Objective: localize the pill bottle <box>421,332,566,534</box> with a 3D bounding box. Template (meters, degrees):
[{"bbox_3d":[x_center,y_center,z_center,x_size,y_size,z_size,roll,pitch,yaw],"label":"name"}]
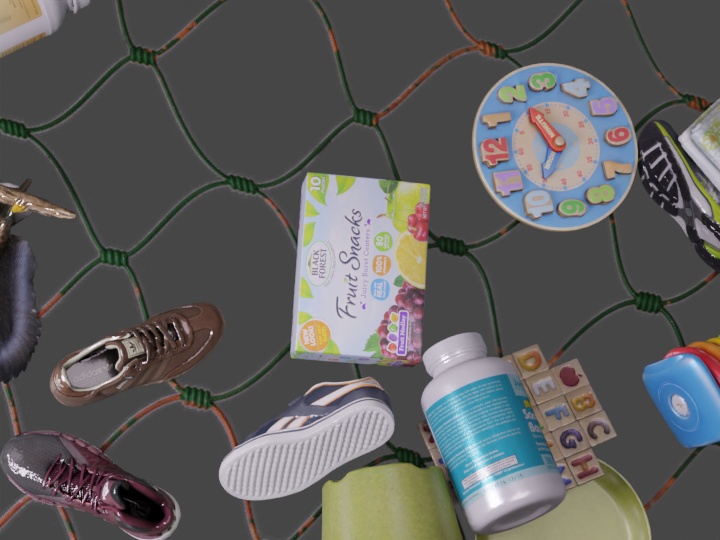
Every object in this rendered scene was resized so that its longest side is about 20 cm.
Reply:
[{"bbox_3d":[0.133,0.169,1.624,0.110,0.111,0.200,-17,68,-12],"label":"pill bottle"}]

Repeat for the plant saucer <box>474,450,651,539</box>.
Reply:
[{"bbox_3d":[0.219,0.298,1.680,0.199,0.031,0.201,2,79,-8],"label":"plant saucer"}]

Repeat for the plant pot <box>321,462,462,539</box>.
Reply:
[{"bbox_3d":[0.036,0.302,1.580,0.200,0.200,0.185,-3,68,-10],"label":"plant pot"}]

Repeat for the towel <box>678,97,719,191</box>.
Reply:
[{"bbox_3d":[0.474,-0.122,1.770,0.200,0.048,0.171,48,52,4],"label":"towel"}]

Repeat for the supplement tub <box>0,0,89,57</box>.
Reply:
[{"bbox_3d":[-0.405,-0.298,1.636,0.200,0.144,0.145,-28,85,-14],"label":"supplement tub"}]

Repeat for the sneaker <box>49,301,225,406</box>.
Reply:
[{"bbox_3d":[-0.232,0.090,1.623,0.200,0.076,0.071,-27,84,-13],"label":"sneaker"}]

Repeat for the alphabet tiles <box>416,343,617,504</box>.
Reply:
[{"bbox_3d":[0.172,0.175,1.687,0.199,0.006,0.167,-21,68,-12],"label":"alphabet tiles"}]

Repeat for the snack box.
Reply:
[{"bbox_3d":[0.000,0.000,1.692,0.142,0.053,0.201,4,78,-7],"label":"snack box"}]

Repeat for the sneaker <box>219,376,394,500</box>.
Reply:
[{"bbox_3d":[-0.057,0.178,1.640,0.200,0.079,0.079,-23,118,9],"label":"sneaker"}]

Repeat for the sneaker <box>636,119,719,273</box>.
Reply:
[{"bbox_3d":[0.395,-0.092,1.777,0.081,0.074,0.200,-31,85,-33],"label":"sneaker"}]

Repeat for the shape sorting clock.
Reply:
[{"bbox_3d":[0.225,-0.143,1.764,0.199,0.039,0.201,1,79,-8],"label":"shape sorting clock"}]

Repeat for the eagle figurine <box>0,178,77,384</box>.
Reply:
[{"bbox_3d":[-0.404,-0.001,1.603,0.152,0.151,0.201,32,109,38],"label":"eagle figurine"}]

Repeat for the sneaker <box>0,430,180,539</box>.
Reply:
[{"bbox_3d":[-0.274,0.214,1.570,0.200,0.116,0.076,23,76,-5],"label":"sneaker"}]

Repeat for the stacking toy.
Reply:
[{"bbox_3d":[0.428,0.105,1.728,0.200,0.116,0.110,-29,87,-25],"label":"stacking toy"}]
